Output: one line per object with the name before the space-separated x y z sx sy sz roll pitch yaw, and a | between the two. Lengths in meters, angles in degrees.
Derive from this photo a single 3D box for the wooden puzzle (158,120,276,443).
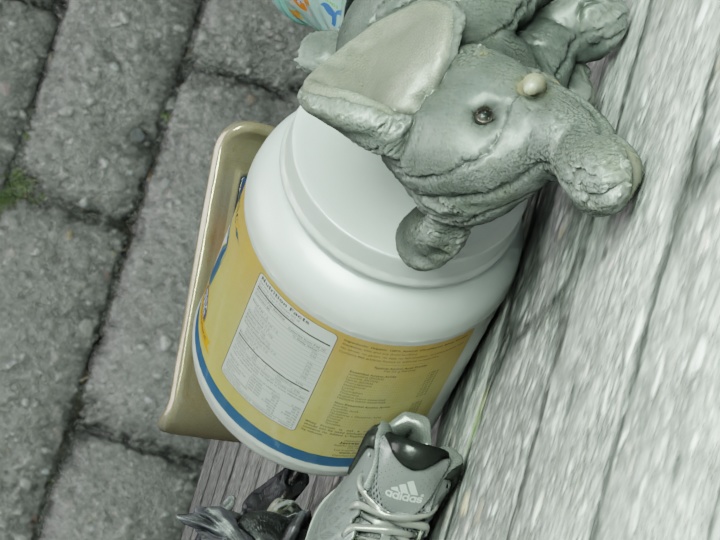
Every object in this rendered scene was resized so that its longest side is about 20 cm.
wooden puzzle | -0.036 0.017 1.692 0.046 0.185 0.201 15 92 40

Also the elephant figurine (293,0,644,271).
elephant figurine | 0.042 -0.070 1.176 0.201 0.141 0.156 -73 9 -50

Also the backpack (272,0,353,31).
backpack | 0.021 -0.242 1.781 0.177 0.150 0.201 -16 -52 -48

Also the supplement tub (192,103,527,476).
supplement tub | 0.000 0.000 1.364 0.200 0.144 0.145 115 171 -52

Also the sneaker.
sneaker | 0.003 0.139 1.288 0.200 0.075 0.116 -79 11 -54

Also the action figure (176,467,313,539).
action figure | -0.045 0.170 1.449 0.200 0.118 0.103 -37 -32 -78
